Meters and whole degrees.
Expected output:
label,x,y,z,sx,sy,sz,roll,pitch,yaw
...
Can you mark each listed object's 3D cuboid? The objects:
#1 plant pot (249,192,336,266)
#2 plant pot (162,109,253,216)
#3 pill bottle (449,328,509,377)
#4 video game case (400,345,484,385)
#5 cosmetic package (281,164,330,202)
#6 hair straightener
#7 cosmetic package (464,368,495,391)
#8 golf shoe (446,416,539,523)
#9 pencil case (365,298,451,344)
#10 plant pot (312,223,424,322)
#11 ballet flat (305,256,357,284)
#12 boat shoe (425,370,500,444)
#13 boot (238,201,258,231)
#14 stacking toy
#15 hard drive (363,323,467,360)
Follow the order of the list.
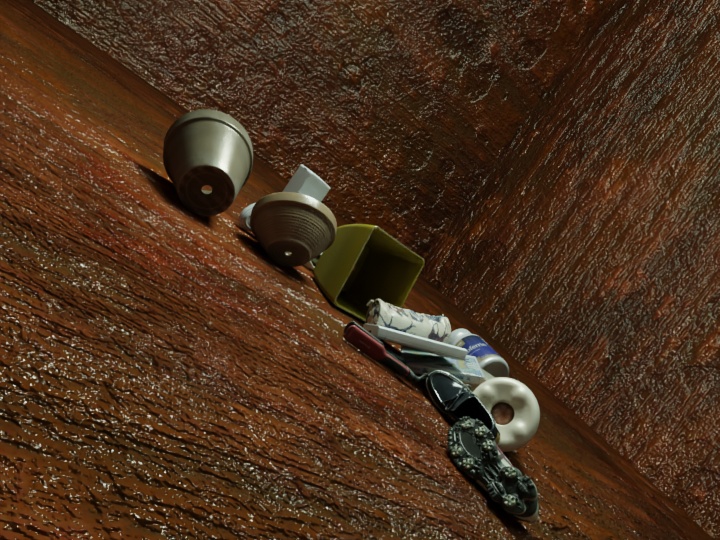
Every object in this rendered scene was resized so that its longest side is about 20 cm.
label,x,y,z,sx,sy,sz,roll,pitch,yaw
plant pot,-0.155,-0.074,1.479,0.199,0.199,0.094,33,49,-32
plant pot,-0.322,-0.211,1.398,0.199,0.200,0.175,33,23,-29
pill bottle,0.318,0.249,1.849,0.115,0.117,0.200,33,7,-29
video game case,0.176,0.205,1.465,0.178,0.022,0.200,10,6,4
cosmetic package,-0.168,-0.158,1.676,0.074,0.201,0.102,34,7,-29
hair straightener,0.052,0.163,1.331,0.198,0.041,0.077,31,7,-9
cosmetic package,0.288,0.286,1.628,0.199,0.072,0.105,34,8,-27
golf shoe,0.207,0.320,1.054,0.200,0.077,0.089,49,-6,50
pencil case,0.108,0.123,1.528,0.196,0.079,0.090,16,33,-16
plant pot,0.000,0.000,1.612,0.199,0.203,0.175,31,-3,-40
ballet flat,-0.098,-0.008,1.711,0.199,0.068,0.064,36,34,-8
boat shoe,0.198,0.261,1.288,0.200,0.074,0.063,48,-16,39
boot,-0.183,-0.122,1.564,0.196,0.075,0.095,-11,23,-23
stacking toy,0.301,0.321,1.378,0.146,0.146,0.201,40,-11,30
hard drive,0.111,0.152,1.409,0.196,0.027,0.132,16,-6,-13
